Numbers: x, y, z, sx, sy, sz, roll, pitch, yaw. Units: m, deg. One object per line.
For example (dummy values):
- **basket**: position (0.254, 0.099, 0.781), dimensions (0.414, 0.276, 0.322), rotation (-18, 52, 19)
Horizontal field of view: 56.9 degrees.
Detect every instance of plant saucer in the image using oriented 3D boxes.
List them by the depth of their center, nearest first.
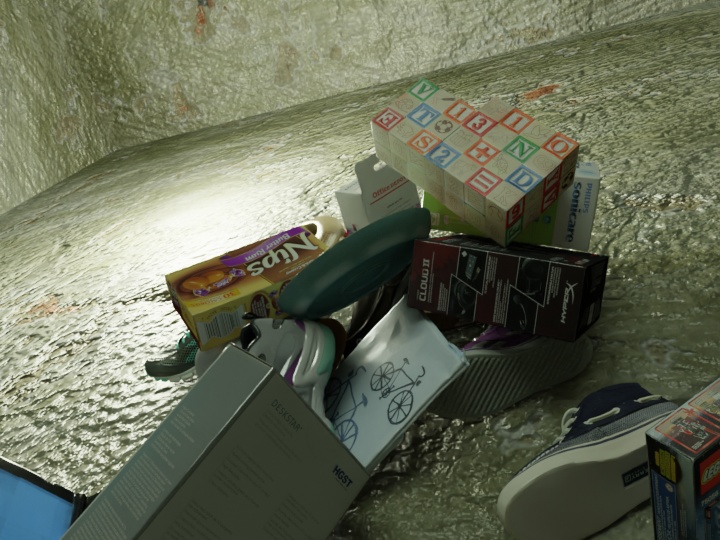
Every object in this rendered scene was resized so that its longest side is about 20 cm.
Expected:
- **plant saucer**: position (0.000, 0.000, 0.737), dimensions (0.198, 0.028, 0.200), rotation (-30, -13, -7)

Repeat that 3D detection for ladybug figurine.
- **ladybug figurine**: position (-0.084, -0.021, 1.096), dimensions (0.198, 0.072, 0.137), rotation (-11, 46, 48)

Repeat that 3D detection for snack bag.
- **snack bag**: position (0.017, 0.126, 0.704), dimensions (0.200, 0.021, 0.189), rotation (-48, 22, 5)

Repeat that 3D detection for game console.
- **game console**: position (-0.275, 0.243, 0.643), dimensions (0.168, 0.120, 0.200), rotation (-22, 24, -8)

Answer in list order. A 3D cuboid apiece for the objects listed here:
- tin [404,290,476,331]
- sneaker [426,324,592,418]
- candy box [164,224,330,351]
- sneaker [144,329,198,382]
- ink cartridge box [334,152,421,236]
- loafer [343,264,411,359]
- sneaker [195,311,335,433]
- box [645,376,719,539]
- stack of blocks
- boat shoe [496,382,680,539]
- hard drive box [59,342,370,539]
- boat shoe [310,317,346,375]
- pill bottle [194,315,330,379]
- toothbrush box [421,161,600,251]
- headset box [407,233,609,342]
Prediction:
- **tin**: position (0.149, 0.032, 0.900), dimensions (0.196, 0.043, 0.112), rotation (-14, 20, 8)
- **sneaker**: position (0.140, 0.097, 0.735), dimensions (0.196, 0.074, 0.114), rotation (-11, 19, -12)
- **candy box**: position (-0.129, 0.016, 0.830), dimensions (0.197, 0.057, 0.116), rotation (-23, 34, -22)
- **sneaker**: position (-0.225, 0.092, 0.967), dimensions (0.197, 0.093, 0.078), rotation (-21, 23, -7)
- **ink cartridge box**: position (0.034, -0.091, 1.039), dimensions (0.114, 0.203, 0.067), rotation (-33, 28, -34)
- **loafer**: position (0.017, 0.028, 0.894), dimensions (0.073, 0.071, 0.202), rotation (-27, 28, 56)
- **sneaker**: position (-0.098, 0.137, 0.658), dimensions (0.078, 0.138, 0.203), rotation (-45, 39, 46)
- **box**: position (0.288, 0.126, 0.472), dimensions (0.198, 0.139, 0.040), rotation (-26, 27, -20)
- **stack of blocks**: position (0.119, -0.130, 0.720), dimensions (0.115, 0.059, 0.199), rotation (-40, 58, -17)
- **boat shoe**: position (0.192, 0.159, 0.568), dimensions (0.196, 0.076, 0.093), rotation (-15, 16, -13)
- **hard drive box**: position (-0.107, 0.190, 0.525), dimensions (0.201, 0.157, 0.076), rotation (-49, 35, -20)
- **boat shoe**: position (-0.085, 0.143, 0.756), dimensions (0.201, 0.070, 0.070), rotation (-53, 17, -27)
- **pill bottle**: position (-0.115, 0.089, 0.871), dimensions (0.109, 0.113, 0.200), rotation (0, 29, 35)
- **toothbrush box**: position (0.185, -0.093, 0.814), dimensions (0.196, 0.088, 0.145), rotation (11, 18, 17)
- **headset box**: position (0.153, 0.010, 0.722), dimensions (0.197, 0.079, 0.148), rotation (12, 11, 29)
